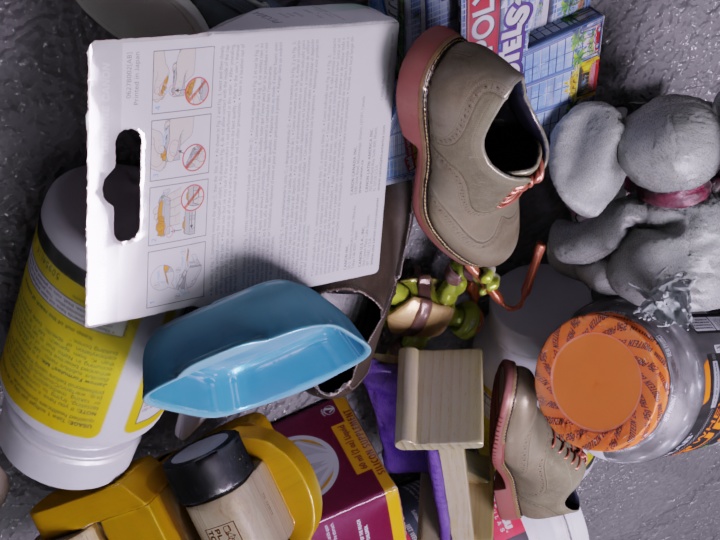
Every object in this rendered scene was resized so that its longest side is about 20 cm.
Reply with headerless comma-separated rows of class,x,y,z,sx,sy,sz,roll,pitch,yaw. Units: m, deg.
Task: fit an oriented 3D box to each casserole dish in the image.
casserole dish,-0.063,0.048,0.799,0.121,0.039,0.200,-23,167,7

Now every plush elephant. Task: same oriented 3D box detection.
plush elephant,0.213,-0.056,0.913,0.164,0.200,0.155,3,101,9

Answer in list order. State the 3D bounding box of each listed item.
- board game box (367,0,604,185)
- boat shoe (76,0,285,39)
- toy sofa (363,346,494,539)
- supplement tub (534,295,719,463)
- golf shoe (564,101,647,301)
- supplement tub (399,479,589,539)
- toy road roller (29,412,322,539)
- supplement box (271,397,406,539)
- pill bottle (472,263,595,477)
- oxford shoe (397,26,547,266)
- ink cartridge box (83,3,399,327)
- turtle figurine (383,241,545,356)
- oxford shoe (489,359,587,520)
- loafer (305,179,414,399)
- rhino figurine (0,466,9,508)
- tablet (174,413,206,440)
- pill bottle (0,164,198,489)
board game box,0.062,-0.141,0.845,0.200,0.062,0.200,-26,140,-22
boat shoe,-0.093,-0.154,0.771,0.200,0.073,0.062,32,66,-39
toy sofa,0.054,0.144,1.036,0.097,0.083,0.200,-1,146,7
supplement tub,0.219,0.079,0.988,0.200,0.123,0.123,1,131,-54
golf shoe,0.201,-0.046,1.048,0.092,0.073,0.200,-2,125,-9
supplement tub,0.093,0.251,1.208,0.200,0.140,0.140,-21,138,-14
toy road roller,-0.122,0.181,0.957,0.200,0.146,0.123,-22,99,19
supplement box,-0.077,0.200,1.073,0.200,0.110,0.086,-23,138,-12
pill bottle,0.150,0.092,1.111,0.111,0.111,0.200,-21,138,-14
oxford shoe,0.077,-0.058,0.805,0.070,0.075,0.200,-52,148,-18
ink cartridge box,-0.072,-0.063,0.744,0.200,0.050,0.161,-10,116,-34
turtle figurine,0.039,0.023,1.007,0.161,0.064,0.200,10,140,-27
oxford shoe,0.140,0.132,1.029,0.075,0.071,0.200,1,146,11
loafer,0.000,0.000,0.907,0.073,0.071,0.200,7,101,-8
rhino figurine,-0.293,0.151,0.927,0.087,0.060,0.200,-12,137,-19
tablet,-0.075,0.023,0.898,0.130,0.014,0.200,-49,167,-39
pill bottle,-0.169,0.041,0.856,0.114,0.114,0.200,1,129,-33
